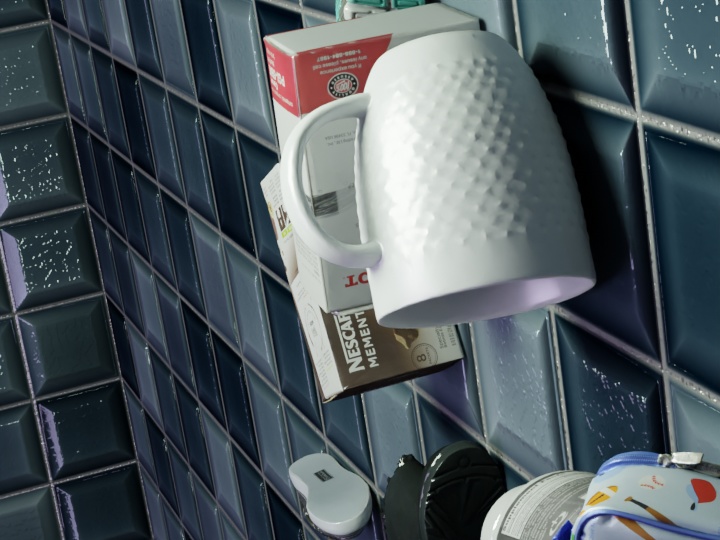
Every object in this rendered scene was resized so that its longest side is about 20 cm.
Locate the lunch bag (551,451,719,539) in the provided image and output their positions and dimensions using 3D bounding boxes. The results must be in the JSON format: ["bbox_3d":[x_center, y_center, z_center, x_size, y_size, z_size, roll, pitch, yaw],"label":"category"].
[{"bbox_3d":[0.187,0.194,1.006,0.160,0.076,0.200,12,123,21],"label":"lunch bag"}]

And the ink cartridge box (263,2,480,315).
[{"bbox_3d":[0.018,-0.084,1.337,0.083,0.147,0.200,-139,39,-64],"label":"ink cartridge box"}]

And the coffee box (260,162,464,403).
[{"bbox_3d":[0.000,0.000,1.525,0.080,0.113,0.200,142,113,-72],"label":"coffee box"}]

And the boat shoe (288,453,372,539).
[{"bbox_3d":[-0.029,0.254,1.911,0.200,0.070,0.066,-151,42,-69],"label":"boat shoe"}]

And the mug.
[{"bbox_3d":[0.044,-0.060,1.187,0.148,0.200,0.175,144,118,-67],"label":"mug"}]

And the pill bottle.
[{"bbox_3d":[0.152,0.191,1.187,0.200,0.111,0.111,178,78,-73],"label":"pill bottle"}]

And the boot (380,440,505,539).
[{"bbox_3d":[0.067,0.209,1.557,0.162,0.073,0.198,-131,30,-63],"label":"boot"}]

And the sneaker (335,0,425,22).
[{"bbox_3d":[0.011,-0.195,1.436,0.200,0.078,0.091,106,162,-53],"label":"sneaker"}]
